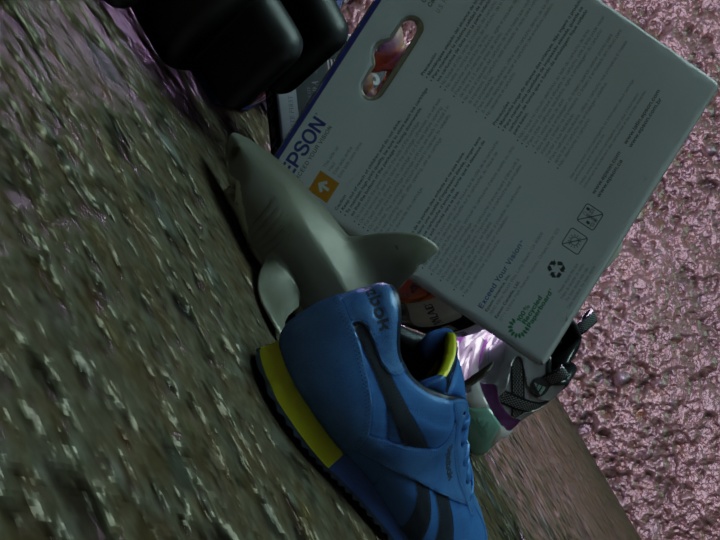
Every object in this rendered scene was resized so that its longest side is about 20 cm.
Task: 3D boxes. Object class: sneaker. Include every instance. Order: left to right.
[{"bbox_3d":[0.030,0.080,0.618,0.201,0.078,0.066,54,6,-42],"label":"sneaker"},{"bbox_3d":[0.131,0.066,1.091,0.078,0.139,0.200,54,9,-20],"label":"sneaker"}]

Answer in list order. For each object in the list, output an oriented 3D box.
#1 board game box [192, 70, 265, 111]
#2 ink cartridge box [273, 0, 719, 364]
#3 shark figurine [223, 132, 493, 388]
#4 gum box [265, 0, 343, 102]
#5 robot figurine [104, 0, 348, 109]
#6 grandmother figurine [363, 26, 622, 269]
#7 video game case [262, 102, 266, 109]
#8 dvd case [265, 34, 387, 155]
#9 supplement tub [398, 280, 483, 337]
[{"bbox_3d":[-0.125,-0.202,0.886,0.201,0.034,0.135,58,7,-1],"label":"board game box"},{"bbox_3d":[0.077,-0.081,0.779,0.199,0.198,0.043,34,-2,0],"label":"ink cartridge box"},{"bbox_3d":[0.012,0.019,0.711,0.215,0.089,0.129,52,10,-28],"label":"shark figurine"},{"bbox_3d":[-0.084,-0.225,0.950,0.171,0.044,0.200,57,-14,4],"label":"gum box"},{"bbox_3d":[-0.090,-0.196,0.759,0.202,0.124,0.150,60,5,3],"label":"robot figurine"},{"bbox_3d":[0.084,-0.071,0.830,0.199,0.122,0.061,38,-9,-3],"label":"grandmother figurine"},{"bbox_3d":[-0.051,-0.120,1.117,0.201,0.018,0.143,59,7,1],"label":"video game case"},{"bbox_3d":[0.036,-0.083,0.861,0.197,0.025,0.152,6,59,-23],"label":"dvd case"},{"bbox_3d":[0.053,-0.017,0.977,0.123,0.122,0.200,60,9,13],"label":"supplement tub"}]
